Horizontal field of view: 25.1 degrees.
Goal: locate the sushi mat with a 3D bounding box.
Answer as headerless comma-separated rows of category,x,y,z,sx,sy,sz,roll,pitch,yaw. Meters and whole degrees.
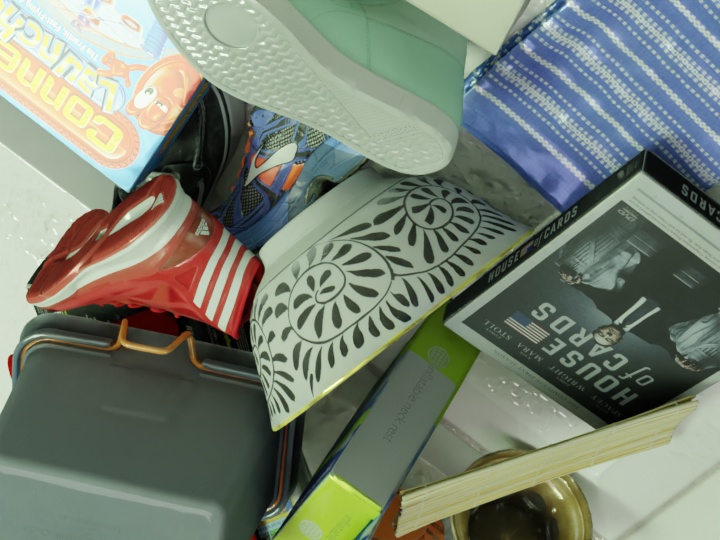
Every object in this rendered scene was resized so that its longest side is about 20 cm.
sushi mat,0.115,0.124,1.025,0.198,0.012,0.096,-17,159,-7

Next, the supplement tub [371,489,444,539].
supplement tub,-0.007,0.267,1.202,0.121,0.122,0.202,21,111,13

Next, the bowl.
bowl,0.000,0.000,0.983,0.095,0.200,0.200,53,136,1

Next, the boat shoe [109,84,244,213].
boat shoe,-0.132,-0.065,1.079,0.071,0.068,0.201,30,137,4

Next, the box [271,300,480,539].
box,0.008,0.122,1.064,0.047,0.200,0.122,35,137,0

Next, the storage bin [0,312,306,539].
storage bin,-0.144,0.119,1.022,0.198,0.135,0.147,11,120,5

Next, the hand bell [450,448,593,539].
hand bell,0.092,0.218,1.203,0.103,0.105,0.200,30,150,4

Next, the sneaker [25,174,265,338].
sneaker,-0.136,0.015,1.052,0.115,0.079,0.199,39,153,-20

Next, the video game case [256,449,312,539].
video game case,-0.096,0.193,1.169,0.199,0.023,0.184,-28,81,42

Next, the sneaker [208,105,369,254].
sneaker,-0.042,-0.079,1.022,0.079,0.075,0.200,50,129,-1

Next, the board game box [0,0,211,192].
board game box,-0.160,-0.184,0.961,0.199,0.056,0.196,37,120,-3

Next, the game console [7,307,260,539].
game console,-0.168,0.137,1.177,0.171,0.119,0.202,-20,94,9

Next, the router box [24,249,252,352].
router box,-0.151,0.077,1.222,0.148,0.062,0.202,9,132,26

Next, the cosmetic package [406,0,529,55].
cosmetic package,0.015,-0.211,0.834,0.199,0.104,0.073,30,137,2

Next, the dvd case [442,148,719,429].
dvd case,0.165,0.023,0.994,0.150,0.025,0.200,34,137,-14

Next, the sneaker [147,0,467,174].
sneaker,-0.025,-0.147,0.894,0.199,0.119,0.074,30,144,-24

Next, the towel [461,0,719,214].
towel,0.155,-0.098,0.908,0.145,0.024,0.200,41,137,-9
